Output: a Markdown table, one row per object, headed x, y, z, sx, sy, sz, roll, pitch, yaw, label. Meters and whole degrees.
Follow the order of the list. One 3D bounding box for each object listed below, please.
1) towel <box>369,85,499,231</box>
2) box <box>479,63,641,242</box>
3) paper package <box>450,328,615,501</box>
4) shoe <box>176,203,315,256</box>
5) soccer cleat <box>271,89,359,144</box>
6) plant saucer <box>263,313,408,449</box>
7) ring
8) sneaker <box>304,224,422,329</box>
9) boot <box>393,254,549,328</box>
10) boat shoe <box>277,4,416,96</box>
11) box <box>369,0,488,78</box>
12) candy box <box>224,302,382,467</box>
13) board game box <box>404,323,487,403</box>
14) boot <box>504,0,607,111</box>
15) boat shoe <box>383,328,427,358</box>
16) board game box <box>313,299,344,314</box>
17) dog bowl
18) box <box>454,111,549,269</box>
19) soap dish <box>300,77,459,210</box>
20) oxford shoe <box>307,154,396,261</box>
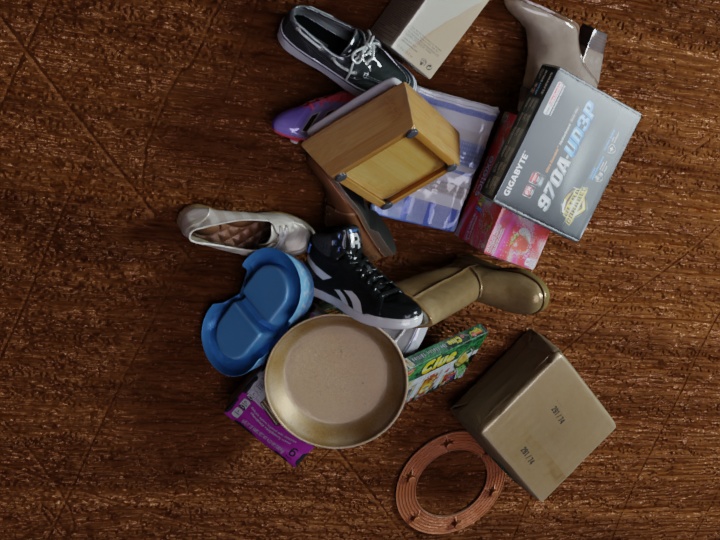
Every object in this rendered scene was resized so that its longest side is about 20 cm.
| x | y | z | sx | sy | sz | roll | pitch | yaw | label |
| --- | --- | --- | --- | --- | --- | --- | --- | --- | --- |
| 0.106 | -0.158 | 1.591 | 0.146 | 0.024 | 0.201 | 12 | 108 | -24 | towel |
| 0.276 | -0.160 | 1.524 | 0.159 | 0.046 | 0.201 | 23 | 97 | -27 | box |
| 0.278 | 0.234 | 1.778 | 0.191 | 0.103 | 0.200 | -44 | 121 | -3 | paper package |
| -0.152 | -0.047 | 1.526 | 0.199 | 0.053 | 0.070 | 7 | 111 | -23 | shoe |
| -0.025 | -0.218 | 1.487 | 0.199 | 0.067 | 0.077 | -8 | 127 | -22 | soccer cleat |
| -0.034 | 0.149 | 1.539 | 0.199 | 0.035 | 0.201 | 0 | 107 | 0 | plant saucer |
| 0.154 | 0.356 | 1.843 | 0.200 | 0.019 | 0.201 | -8 | 116 | -17 | ring |
| 0.000 | 0.000 | 1.496 | 0.073 | 0.199 | 0.112 | -22 | 125 | -49 | sneaker |
| 0.146 | 0.043 | 1.572 | 0.200 | 0.175 | 0.066 | -21 | 121 | -48 | boot |
| -0.009 | -0.283 | 1.437 | 0.199 | 0.068 | 0.074 | 31 | 66 | -11 | boat shoe |
| 0.110 | -0.363 | 1.460 | 0.078 | 0.095 | 0.200 | 33 | 100 | -29 | box |
| -0.081 | 0.166 | 1.596 | 0.136 | 0.061 | 0.200 | 38 | 104 | -10 | candy box |
| 0.102 | 0.149 | 1.651 | 0.200 | 0.023 | 0.105 | -20 | 144 | -41 | board game box |
| 0.259 | -0.290 | 1.564 | 0.199 | 0.070 | 0.147 | 16 | 109 | -25 | boot |
| 0.028 | 0.113 | 1.636 | 0.070 | 0.071 | 0.200 | 25 | 109 | -31 | boat shoe |
| -0.042 | 0.089 | 1.646 | 0.199 | 0.023 | 0.105 | -17 | 120 | -13 | board game box |
| -0.139 | 0.058 | 1.539 | 0.200 | 0.112 | 0.050 | -52 | 154 | 21 | dog bowl |
| 0.230 | -0.116 | 1.603 | 0.095 | 0.100 | 0.201 | 17 | 101 | -27 | box |
| 0.036 | -0.161 | 1.462 | 0.157 | 0.081 | 0.200 | -29 | 157 | 17 | soap dish |
| -0.027 | -0.087 | 1.551 | 0.071 | 0.071 | 0.200 | -24 | 117 | 18 | oxford shoe |
